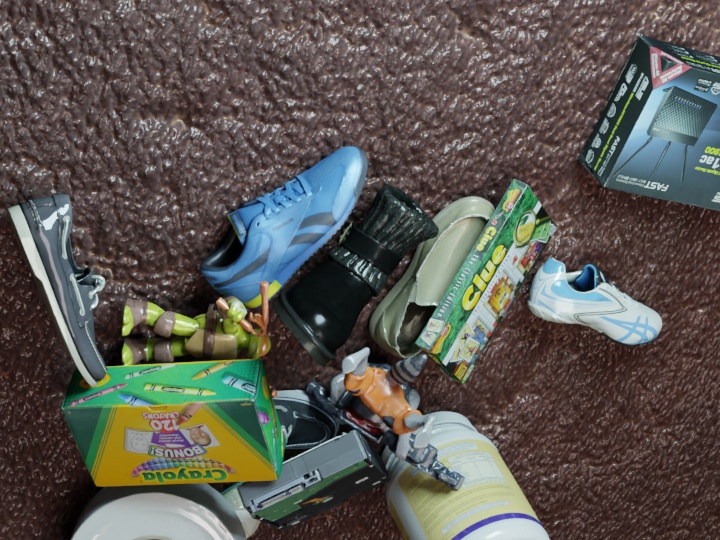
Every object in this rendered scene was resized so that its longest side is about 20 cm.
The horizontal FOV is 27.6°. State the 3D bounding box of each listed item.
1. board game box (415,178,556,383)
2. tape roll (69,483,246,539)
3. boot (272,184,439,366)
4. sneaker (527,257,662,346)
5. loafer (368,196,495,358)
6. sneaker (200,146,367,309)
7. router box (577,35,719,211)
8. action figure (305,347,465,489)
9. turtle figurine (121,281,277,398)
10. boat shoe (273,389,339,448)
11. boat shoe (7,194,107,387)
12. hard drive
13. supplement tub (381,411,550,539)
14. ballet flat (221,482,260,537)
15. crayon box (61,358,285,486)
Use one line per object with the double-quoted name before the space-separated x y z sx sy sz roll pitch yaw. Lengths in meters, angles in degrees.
"board game box" 0.134 0.013 1.542 0.201 0.023 0.105 -59 144 -7
"tape roll" -0.220 0.321 1.576 0.199 0.071 0.206 -1 103 -2
"boot" -0.002 -0.002 1.435 0.158 0.211 0.079 -42 98 13
"sneaker" 0.274 0.036 1.656 0.198 0.072 0.073 15 108 -36
"loafer" 0.085 0.014 1.553 0.075 0.068 0.201 19 114 -33
"sneaker" -0.076 -0.051 1.437 0.078 0.066 0.200 35 104 -34
"router box" 0.350 -0.151 1.561 0.198 0.062 0.151 8 120 -29
"action figure" 0.047 0.146 1.564 0.199 0.193 0.105 33 84 -2
"turtle figurine" -0.156 0.061 1.461 0.159 0.065 0.201 5 142 -5
"boat shoe" -0.104 0.166 1.575 0.198 0.068 0.072 18 114 -33
"boat shoe" -0.270 0.020 1.389 0.062 0.073 0.202 -26 119 -15
"hard drive" -0.046 0.227 1.570 0.138 0.038 0.200 -26 164 2
"supplement tub" 0.114 0.273 1.656 0.143 0.201 0.147 -14 133 -15
"ballet flat" -0.171 0.306 1.647 0.199 0.063 0.068 -32 132 0
"crayon box" -0.183 0.153 1.462 0.197 0.059 0.120 -4 132 10
